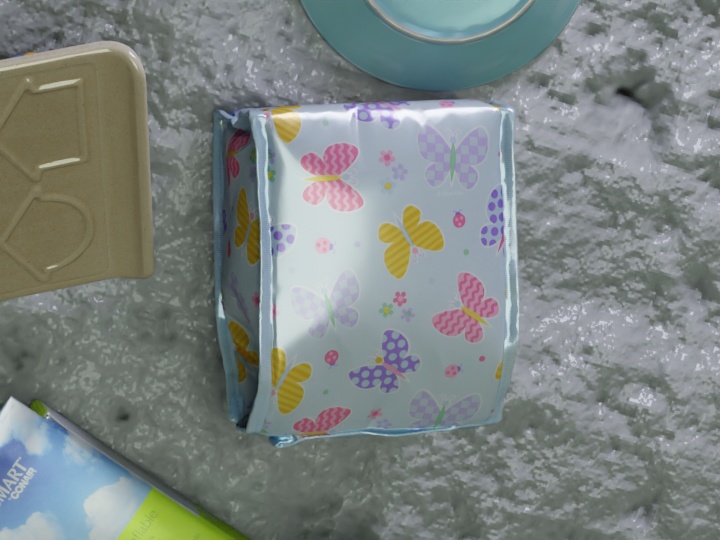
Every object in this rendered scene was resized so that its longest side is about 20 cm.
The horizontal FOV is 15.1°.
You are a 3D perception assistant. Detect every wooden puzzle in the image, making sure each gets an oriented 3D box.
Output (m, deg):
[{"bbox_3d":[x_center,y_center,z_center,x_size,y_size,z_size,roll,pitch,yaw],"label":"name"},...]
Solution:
[{"bbox_3d":[-0.222,-0.054,1.563,0.199,0.046,0.186,-8,137,-10],"label":"wooden puzzle"}]

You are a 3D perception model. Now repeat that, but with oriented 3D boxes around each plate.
[{"bbox_3d":[0.053,-0.206,1.647,0.200,0.026,0.201,-3,102,-13],"label":"plate"}]

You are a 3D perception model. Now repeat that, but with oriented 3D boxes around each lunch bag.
[{"bbox_3d":[0.000,0.000,1.626,0.169,0.127,0.201,-4,93,-16],"label":"lunch bag"}]

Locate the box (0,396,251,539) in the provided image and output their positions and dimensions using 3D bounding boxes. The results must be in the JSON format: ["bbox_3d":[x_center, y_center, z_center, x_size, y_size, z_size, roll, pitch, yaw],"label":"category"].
[{"bbox_3d":[-0.168,0.171,1.655,0.200,0.048,0.122,36,90,-19],"label":"box"}]
